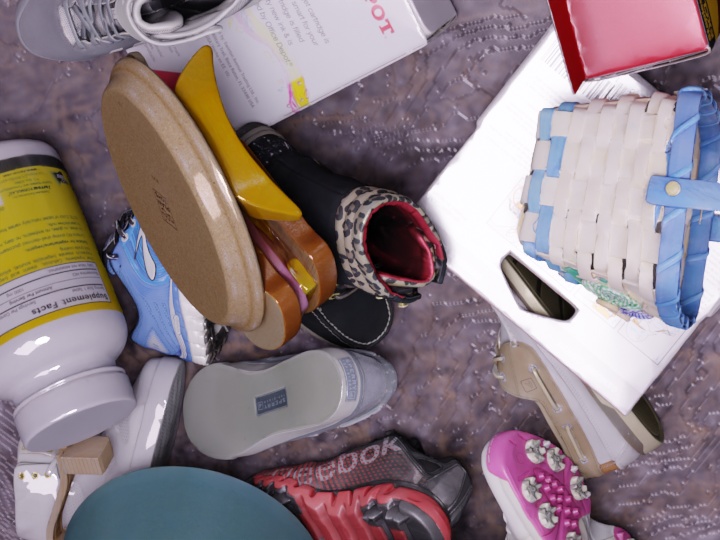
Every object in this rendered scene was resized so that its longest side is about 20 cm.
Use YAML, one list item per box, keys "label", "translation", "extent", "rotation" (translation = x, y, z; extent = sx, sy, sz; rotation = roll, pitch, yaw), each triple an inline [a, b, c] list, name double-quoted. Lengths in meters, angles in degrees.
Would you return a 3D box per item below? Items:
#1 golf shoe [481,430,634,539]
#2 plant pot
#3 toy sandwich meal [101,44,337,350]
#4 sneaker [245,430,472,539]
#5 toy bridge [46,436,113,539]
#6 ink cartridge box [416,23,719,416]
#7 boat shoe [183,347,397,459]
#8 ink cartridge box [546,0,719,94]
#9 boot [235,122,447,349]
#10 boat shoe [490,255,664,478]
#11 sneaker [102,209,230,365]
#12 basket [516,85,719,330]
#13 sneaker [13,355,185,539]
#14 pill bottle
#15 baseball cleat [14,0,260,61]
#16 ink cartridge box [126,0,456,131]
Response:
- label: "golf shoe"
  translation: [0.127, 0.188, 1.353]
  extent: [0.091, 0.076, 0.200]
  rotation: [-15, 129, 35]
- label: "plant pot"
  translation: [-0.130, 0.266, 1.357]
  extent: [0.198, 0.162, 0.202]
  rotation: [4, 124, 6]
- label: "toy sandwich meal"
  translation: [-0.089, -0.048, 1.209]
  extent: [0.070, 0.205, 0.207]
  rotation: [-27, 102, -18]
- label: "sneaker"
  translation: [0.000, 0.163, 1.413]
  extent: [0.199, 0.098, 0.071]
  rotation: [-2, 123, 42]
- label: "toy bridge"
  translation: [-0.197, 0.204, 1.445]
  extent: [0.066, 0.027, 0.202]
  rotation: [-1, 122, 17]
- label: "ink cartridge box"
  translation: [0.154, -0.037, 1.280]
  extent: [0.200, 0.045, 0.177]
  rotation: [40, 99, 1]
- label: "boat shoe"
  translation: [-0.050, 0.095, 1.394]
  extent: [0.200, 0.071, 0.071]
  rotation: [-15, 77, 49]
- label: "ink cartridge box"
  translation: [0.152, -0.224, 1.166]
  extent: [0.083, 0.176, 0.202]
  rotation: [-12, 105, 20]
- label: "boot"
  translation: [-0.001, 0.001, 1.283]
  extent: [0.153, 0.074, 0.204]
  rotation: [26, 156, 46]
- label: "boat shoe"
  translation: [0.122, 0.058, 1.332]
  extent: [0.068, 0.075, 0.201]
  rotation: [-36, 96, 19]
- label: "sneaker"
  translation: [-0.145, -0.029, 1.385]
  extent: [0.088, 0.079, 0.202]
  rotation: [4, 110, 14]
- label: "basket"
  translation: [0.204, -0.035, 1.171]
  extent: [0.198, 0.176, 0.141]
  rotation: [2, 83, 19]
- label: "sneaker"
  translation: [-0.204, 0.138, 1.465]
  extent: [0.115, 0.074, 0.202]
  rotation: [22, 115, 6]
- label: "pill bottle"
  translation: [-0.232, 0.019, 1.375]
  extent: [0.112, 0.112, 0.202]
  rotation: [-30, 74, 24]
- label: "baseball cleat"
  translation: [-0.149, -0.170, 1.227]
  extent: [0.198, 0.107, 0.070]
  rotation: [-16, 108, 25]
- label: "ink cartridge box"
  translation: [-0.057, -0.182, 1.298]
  extent: [0.199, 0.086, 0.149]
  rotation: [-24, 100, 23]
